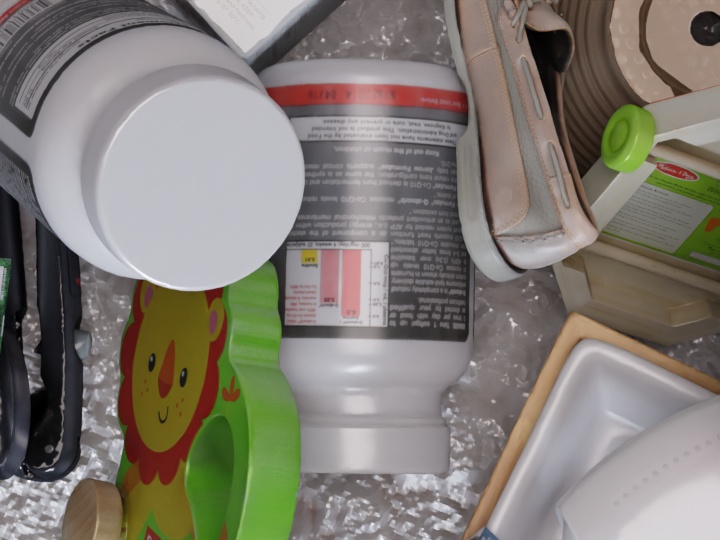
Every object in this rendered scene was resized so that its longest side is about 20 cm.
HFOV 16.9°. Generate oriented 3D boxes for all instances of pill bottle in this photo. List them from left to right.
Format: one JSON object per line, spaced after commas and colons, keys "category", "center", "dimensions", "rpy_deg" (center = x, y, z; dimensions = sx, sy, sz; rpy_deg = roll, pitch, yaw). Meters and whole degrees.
{"category": "pill bottle", "center": [-0.106, -0.062, 1.122], "dimensions": [0.116, 0.200, 0.116], "rpy_deg": [-7, 109, -22]}
{"category": "pill bottle", "center": [0.000, 0.000, 1.208], "dimensions": [0.116, 0.116, 0.201], "rpy_deg": [1, 87, -1]}

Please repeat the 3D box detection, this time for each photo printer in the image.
{"category": "photo printer", "center": [0.196, 0.157, 1.146], "dimensions": [0.166, 0.069, 0.200], "rpy_deg": [-24, 88, -3]}

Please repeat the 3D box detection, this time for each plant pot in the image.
{"category": "plant pot", "center": [0.170, -0.116, 1.230], "dimensions": [0.200, 0.093, 0.201], "rpy_deg": [0, 88, -2]}

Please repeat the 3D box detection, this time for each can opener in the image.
{"category": "can opener", "center": [-0.167, 0.010, 1.234], "dimensions": [0.063, 0.079, 0.200], "rpy_deg": [3, 74, -8]}

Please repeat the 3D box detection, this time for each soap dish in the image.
{"category": "soap dish", "center": [0.160, 0.134, 1.222], "dimensions": [0.200, 0.081, 0.158], "rpy_deg": [26, 87, 0]}

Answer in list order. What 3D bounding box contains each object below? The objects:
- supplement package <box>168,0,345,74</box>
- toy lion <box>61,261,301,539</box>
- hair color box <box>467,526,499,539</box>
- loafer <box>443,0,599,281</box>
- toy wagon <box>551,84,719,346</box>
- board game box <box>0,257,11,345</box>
{"category": "supplement package", "center": [-0.022, -0.206, 1.218], "dimensions": [0.200, 0.117, 0.117], "rpy_deg": [-43, 89, -2]}
{"category": "toy lion", "center": [-0.077, 0.074, 1.170], "dimensions": [0.069, 0.200, 0.192], "rpy_deg": [11, 100, -26]}
{"category": "hair color box", "center": [0.000, 0.217, 1.155], "dimensions": [0.200, 0.100, 0.061], "rpy_deg": [-43, 89, 16]}
{"category": "loafer", "center": [0.083, -0.093, 1.174], "dimensions": [0.063, 0.072, 0.200], "rpy_deg": [-14, 65, 27]}
{"category": "toy wagon", "center": [0.182, -0.038, 1.188], "dimensions": [0.155, 0.040, 0.200], "rpy_deg": [18, 131, -25]}
{"category": "board game box", "center": [-0.197, 0.046, 1.161], "dimensions": [0.023, 0.200, 0.105], "rpy_deg": [9, 86, -16]}
